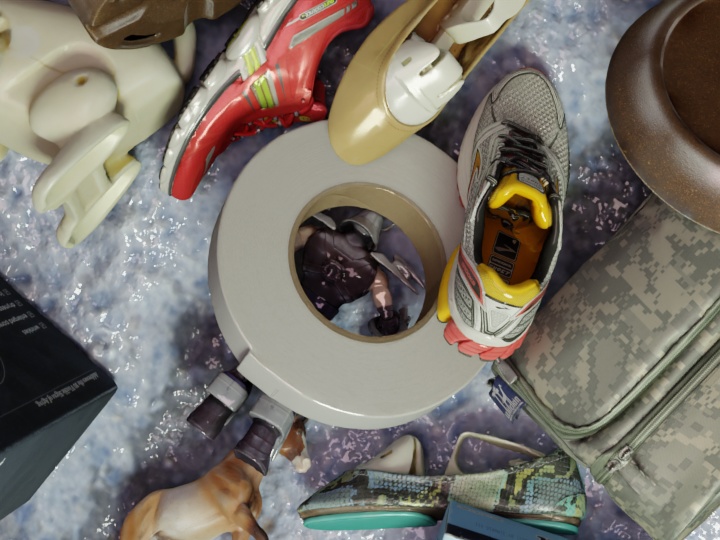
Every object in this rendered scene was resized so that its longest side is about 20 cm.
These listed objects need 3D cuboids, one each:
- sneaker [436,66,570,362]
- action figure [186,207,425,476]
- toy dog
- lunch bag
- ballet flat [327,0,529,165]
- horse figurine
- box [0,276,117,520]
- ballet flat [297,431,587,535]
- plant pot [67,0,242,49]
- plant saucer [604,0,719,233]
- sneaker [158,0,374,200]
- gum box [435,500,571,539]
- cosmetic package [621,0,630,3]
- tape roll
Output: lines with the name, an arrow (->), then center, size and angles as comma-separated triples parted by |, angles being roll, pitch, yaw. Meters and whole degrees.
sneaker -> 0.102, -0.046, 0.793 | 0.077, 0.082, 0.202 | 13, 61, -7
action figure -> -0.040, 0.035, 0.861 | 0.129, 0.069, 0.201 | 32, 83, 16
toy dog -> -0.227, -0.147, 0.844 | 0.199, 0.140, 0.195 | 39, 87, 4
lunch bag -> 0.198, 0.053, 0.797 | 0.200, 0.139, 0.168 | -48, 70, 9
ballet flat -> 0.054, -0.149, 0.799 | 0.069, 0.063, 0.201 | 42, 79, -32
horse figurine -> -0.116, 0.189, 0.881 | 0.199, 0.050, 0.134 | -31, 48, 22
box -> -0.299, 0.075, 0.842 | 0.196, 0.200, 0.124 | 40, 102, 4
ballet flat -> 0.055, 0.146, 0.867 | 0.197, 0.074, 0.075 | 0, 95, 8
plant pot -> -0.144, -0.260, 0.777 | 0.199, 0.200, 0.200 | -30, 86, 11
plant saucer -> 0.249, -0.106, 0.762 | 0.197, 0.032, 0.203 | 1, 61, -2
sneaker -> -0.064, -0.119, 0.852 | 0.085, 0.077, 0.201 | 36, 105, -11
gum box -> 0.109, 0.270, 0.841 | 0.168, 0.045, 0.202 | 17, 113, 2
cosmetic package -> 0.145, -0.295, 0.750 | 0.200, 0.167, 0.167 | 43, 100, 4
tape roll -> 0.000, 0.000, 0.812 | 0.200, 0.037, 0.206 | 7, 68, -17
